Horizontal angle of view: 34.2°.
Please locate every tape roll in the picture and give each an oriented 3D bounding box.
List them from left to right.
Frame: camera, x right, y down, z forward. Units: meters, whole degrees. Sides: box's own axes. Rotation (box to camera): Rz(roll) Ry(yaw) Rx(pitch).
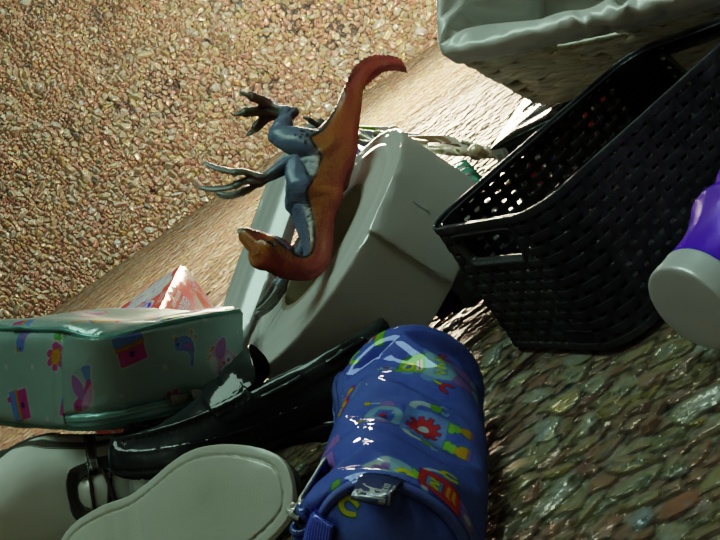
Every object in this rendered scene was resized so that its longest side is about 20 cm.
[{"bbox_3d":[0.000,0.000,0.841,0.203,0.071,0.203,-52,15,20],"label":"tape roll"}]

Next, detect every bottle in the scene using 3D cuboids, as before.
[{"bbox_3d":[0.215,-0.044,0.555,0.200,0.065,0.083,-42,12,-23],"label":"bottle"}]

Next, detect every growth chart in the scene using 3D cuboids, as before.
[{"bbox_3d":[0.069,-0.113,1.044,0.199,0.018,0.144,13,12,36],"label":"growth chart"}]

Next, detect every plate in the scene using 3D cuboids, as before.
[{"bbox_3d":[-0.081,-0.011,0.994,0.200,0.032,0.201,117,172,-77],"label":"plate"}]

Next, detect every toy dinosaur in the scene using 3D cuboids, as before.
[{"bbox_3d":[-0.039,-0.068,0.811,0.200,0.105,0.182,-45,35,10],"label":"toy dinosaur"}]

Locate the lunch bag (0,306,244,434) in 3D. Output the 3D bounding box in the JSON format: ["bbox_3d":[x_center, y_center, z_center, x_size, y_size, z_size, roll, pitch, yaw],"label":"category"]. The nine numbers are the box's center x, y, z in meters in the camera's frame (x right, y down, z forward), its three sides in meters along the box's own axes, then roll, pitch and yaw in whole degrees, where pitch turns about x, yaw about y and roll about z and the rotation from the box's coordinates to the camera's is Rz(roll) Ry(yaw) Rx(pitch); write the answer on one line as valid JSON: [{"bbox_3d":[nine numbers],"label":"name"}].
[{"bbox_3d":[-0.182,0.068,0.845,0.199,0.078,0.160,-1,2,38],"label":"lunch bag"}]

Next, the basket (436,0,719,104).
[{"bbox_3d":[0.170,-0.234,0.811,0.197,0.202,0.160,-7,-14,33],"label":"basket"}]

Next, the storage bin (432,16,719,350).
[{"bbox_3d":[0.158,-0.051,0.687,0.200,0.094,0.135,-41,13,-18],"label":"storage bin"}]

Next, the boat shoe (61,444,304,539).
[{"bbox_3d":[-0.100,0.159,0.698,0.199,0.060,0.074,-31,56,30],"label":"boat shoe"}]

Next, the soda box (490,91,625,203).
[{"bbox_3d":[0.175,-0.126,0.979,0.063,0.071,0.200,-24,17,33],"label":"soda box"}]

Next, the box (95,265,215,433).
[{"bbox_3d":[-0.183,0.080,1.053,0.102,0.095,0.200,-35,13,6],"label":"box"}]

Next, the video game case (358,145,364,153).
[{"bbox_3d":[-0.027,-0.020,1.043,0.200,0.045,0.182,-104,40,-77],"label":"video game case"}]

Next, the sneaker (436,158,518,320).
[{"bbox_3d":[0.073,-0.026,0.895,0.087,0.075,0.200,-40,12,9],"label":"sneaker"}]

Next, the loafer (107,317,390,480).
[{"bbox_3d":[-0.066,0.082,0.740,0.199,0.071,0.068,-16,0,4],"label":"loafer"}]

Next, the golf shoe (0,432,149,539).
[{"bbox_3d":[-0.165,0.140,0.783,0.094,0.078,0.199,-12,-2,41],"label":"golf shoe"}]

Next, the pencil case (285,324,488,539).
[{"bbox_3d":[0.017,0.092,0.558,0.200,0.086,0.079,-71,3,-71],"label":"pencil case"}]

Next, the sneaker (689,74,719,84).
[{"bbox_3d":[0.294,-0.195,0.904,0.199,0.077,0.085,-31,8,24],"label":"sneaker"}]
